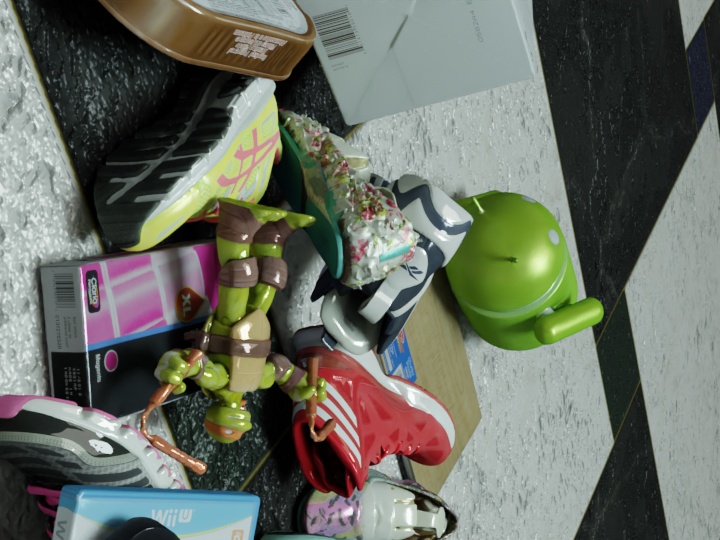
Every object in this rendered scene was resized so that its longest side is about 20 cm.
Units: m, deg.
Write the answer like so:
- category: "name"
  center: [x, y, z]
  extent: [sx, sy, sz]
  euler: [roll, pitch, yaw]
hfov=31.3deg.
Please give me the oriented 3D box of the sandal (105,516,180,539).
- category: "sandal"
  center: [-0.125, 0.229, 0.654]
  extent: [0.076, 0.042, 0.203]
  euler: [30, 72, -50]

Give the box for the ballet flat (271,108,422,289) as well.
- category: "ballet flat"
  center: [-0.014, -0.052, 0.891]
  extent: [0.201, 0.063, 0.076]
  euler: [-120, -154, -50]

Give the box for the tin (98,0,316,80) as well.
- category: "tin"
  center: [-0.100, -0.177, 0.809]
  extent: [0.112, 0.042, 0.199]
  euler: [49, 22, 18]

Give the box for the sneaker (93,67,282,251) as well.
- category: "sneaker"
  center: [-0.097, -0.061, 0.832]
  extent: [0.200, 0.077, 0.091]
  euler: [-55, 137, -48]

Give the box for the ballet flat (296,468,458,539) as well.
- category: "ballet flat"
  center: [0.026, 0.200, 1.056]
  extent: [0.199, 0.070, 0.070]
  euler: [20, 76, -60]

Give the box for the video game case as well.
- category: "video game case"
  center: [-0.123, 0.222, 0.705]
  extent: [0.142, 0.018, 0.203]
  euler: [14, 84, -51]

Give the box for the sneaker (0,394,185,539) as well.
- category: "sneaker"
  center: [-0.149, 0.146, 0.729]
  extent: [0.201, 0.073, 0.088]
  euler: [56, 45, -43]

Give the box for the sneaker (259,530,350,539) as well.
- category: "sneaker"
  center: [-0.024, 0.280, 0.953]
  extent: [0.200, 0.077, 0.142]
  euler: [45, 50, -51]

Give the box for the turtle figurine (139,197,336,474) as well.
- category: "turtle figurine"
  center: [-0.070, 0.041, 0.817]
  extent: [0.199, 0.064, 0.164]
  euler: [10, 91, -55]

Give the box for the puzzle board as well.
- category: "puzzle board"
  center: [0.059, 0.096, 1.181]
  extent: [0.151, 0.017, 0.202]
  euler: [-49, 131, -50]

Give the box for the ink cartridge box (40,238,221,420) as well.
- category: "ink cartridge box"
  center: [-0.124, 0.033, 0.824]
  extent: [0.199, 0.037, 0.096]
  euler: [-15, 102, -63]

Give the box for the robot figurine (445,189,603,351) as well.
- category: "robot figurine"
  center: [0.142, 0.003, 1.215]
  extent: [0.176, 0.115, 0.200]
  euler: [55, -1, 28]

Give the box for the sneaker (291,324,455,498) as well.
- category: "sneaker"
  center: [0.003, 0.137, 1.007]
  extent: [0.200, 0.078, 0.117]
  euler: [40, 49, -39]

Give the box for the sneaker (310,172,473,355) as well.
- category: "sneaker"
  center: [0.000, 0.000, 0.965]
  extent: [0.079, 0.199, 0.130]
  euler: [39, 80, -22]

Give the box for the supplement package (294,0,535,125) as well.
- category: "supplement package"
  center: [0.041, -0.241, 0.967]
  extent: [0.201, 0.149, 0.153]
  euler: [-83, 155, -50]
